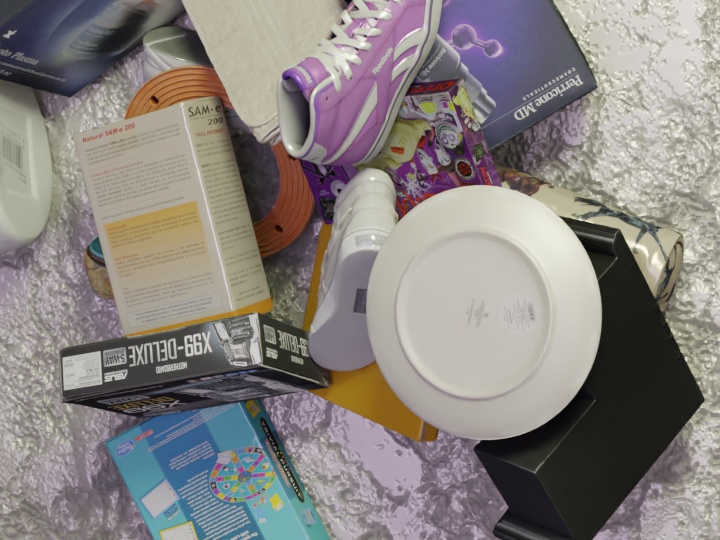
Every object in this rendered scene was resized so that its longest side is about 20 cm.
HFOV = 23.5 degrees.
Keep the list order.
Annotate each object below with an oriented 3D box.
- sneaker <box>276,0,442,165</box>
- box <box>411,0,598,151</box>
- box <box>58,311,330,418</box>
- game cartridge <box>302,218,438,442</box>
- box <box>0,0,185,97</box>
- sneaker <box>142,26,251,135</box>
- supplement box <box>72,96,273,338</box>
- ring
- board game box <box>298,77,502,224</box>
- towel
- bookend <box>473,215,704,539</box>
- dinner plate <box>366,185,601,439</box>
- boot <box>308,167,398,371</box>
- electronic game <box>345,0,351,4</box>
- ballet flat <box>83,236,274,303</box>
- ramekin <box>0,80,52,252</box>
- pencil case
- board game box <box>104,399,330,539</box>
[{"bbox_3d":[-0.005,-0.177,1.377,0.072,0.114,0.202,28,108,35],"label":"sneaker"},{"bbox_3d":[0.093,-0.211,1.481,0.147,0.104,0.201,-31,101,11],"label":"box"},{"bbox_3d":[-0.147,0.088,1.553,0.198,0.158,0.050,-11,76,19],"label":"box"},{"bbox_3d":[0.020,0.033,1.566,0.176,0.032,0.202,21,103,44],"label":"game cartridge"},{"bbox_3d":[-0.267,-0.269,1.567,0.198,0.200,0.124,-34,75,19],"label":"box"},{"bbox_3d":[-0.113,-0.160,1.614,0.199,0.071,0.081,22,126,11],"label":"sneaker"},{"bbox_3d":[-0.168,-0.044,1.559,0.125,0.073,0.202,-12,94,28],"label":"supplement box"},{"bbox_3d":[-0.130,-0.100,1.606,0.199,0.019,0.202,13,125,19],"label":"ring"},{"bbox_3d":[0.026,-0.098,1.483,0.199,0.032,0.121,-1,124,43],"label":"board game box"},{"bbox_3d":[-0.072,-0.211,1.513,0.132,0.034,0.201,-32,58,10],"label":"towel"},{"bbox_3d":[0.162,0.098,1.422,0.092,0.200,0.199,15,145,50],"label":"bookend"},{"bbox_3d":[0.092,0.034,1.361,0.198,0.024,0.202,1,94,23],"label":"dinner plate"},{"bbox_3d":[0.000,0.000,1.507,0.073,0.096,0.201,9,143,-9],"label":"boot"},{"bbox_3d":[0.005,-0.251,1.570,0.198,0.042,0.202,1,94,11],"label":"electronic game"},{"bbox_3d":[-0.173,0.021,1.654,0.198,0.071,0.071,16,101,15],"label":"ballet flat"},{"bbox_3d":[-0.366,-0.107,1.632,0.097,0.200,0.202,-8,94,10],"label":"ramekin"},{"bbox_3d":[0.187,-0.022,1.518,0.199,0.078,0.090,22,114,15],"label":"pencil case"},{"bbox_3d":[-0.135,0.219,1.667,0.150,0.047,0.201,-28,87,18],"label":"board game box"}]
